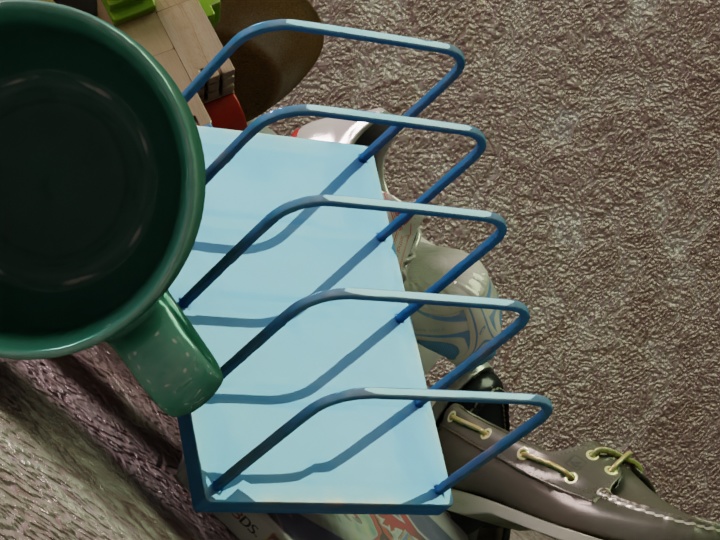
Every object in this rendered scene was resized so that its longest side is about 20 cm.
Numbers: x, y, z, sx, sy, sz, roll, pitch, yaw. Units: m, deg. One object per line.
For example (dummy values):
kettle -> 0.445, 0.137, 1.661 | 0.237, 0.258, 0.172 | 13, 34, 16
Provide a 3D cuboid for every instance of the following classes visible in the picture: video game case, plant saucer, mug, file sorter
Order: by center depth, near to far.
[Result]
mug -> -0.143, -0.024, 1.023 | 0.114, 0.152, 0.185 | -126, -149, -87
file sorter -> -0.007, -0.002, 1.074 | 0.139, 0.123, 0.200 | 5, 60, -34
video game case -> -0.012, 0.122, 1.170 | 0.182, 0.023, 0.200 | 46, 15, -11
plant saucer -> -0.122, -0.130, 1.428 | 0.200, 0.200, 0.036 | 39, 43, -55

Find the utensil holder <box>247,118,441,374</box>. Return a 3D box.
utensil holder -> -0.045, 0.020, 1.526 | 0.200, 0.170, 0.170 | 40, 2, 1

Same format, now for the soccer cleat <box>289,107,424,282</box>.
soccer cleat -> 0.000, 0.000, 1.304 | 0.069, 0.085, 0.200 | 28, 47, -53

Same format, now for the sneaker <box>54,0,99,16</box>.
sneaker -> -0.211, -0.215, 1.287 | 0.200, 0.082, 0.073 | 21, 27, -15

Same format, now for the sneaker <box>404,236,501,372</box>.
sneaker -> 0.012, 0.000, 1.394 | 0.200, 0.072, 0.073 | 37, -35, 46

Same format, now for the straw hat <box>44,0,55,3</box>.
straw hat -> -0.173, -0.034, 1.188 | 0.201, 0.085, 0.201 | -15, 90, -83

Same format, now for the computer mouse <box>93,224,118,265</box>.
computer mouse -> -0.095, 0.036, 1.160 | 0.200, 0.034, 0.059 | 68, 9, -49

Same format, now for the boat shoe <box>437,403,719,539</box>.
boat shoe -> 0.117, 0.121, 1.256 | 0.201, 0.060, 0.072 | 12, -6, 39

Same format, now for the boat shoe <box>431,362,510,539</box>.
boat shoe -> 0.070, 0.138, 1.417 | 0.060, 0.076, 0.200 | 39, -33, 27

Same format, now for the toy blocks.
toy blocks -> -0.100, -0.075, 1.315 | 0.137, 0.100, 0.200 | 62, -15, 20
